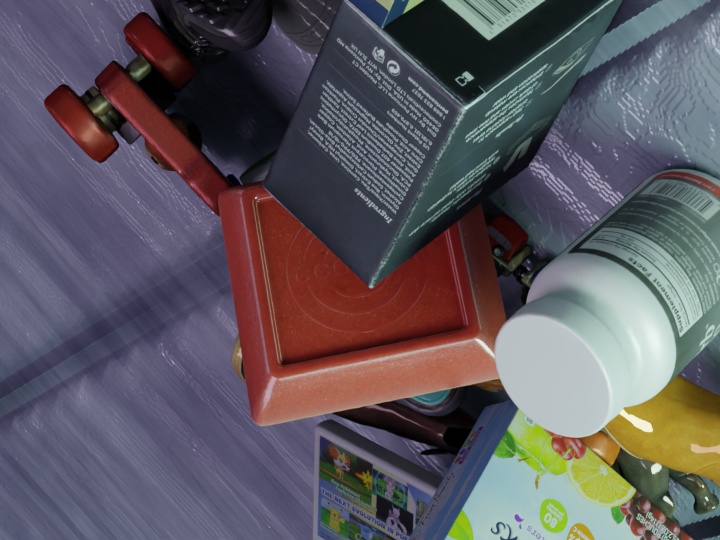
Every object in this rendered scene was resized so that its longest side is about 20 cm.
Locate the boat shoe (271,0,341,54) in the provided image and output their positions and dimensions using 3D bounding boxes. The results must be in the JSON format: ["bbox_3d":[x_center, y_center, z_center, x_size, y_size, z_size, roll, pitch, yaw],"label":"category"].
[{"bbox_3d":[-0.009,-0.235,1.518,0.074,0.065,0.202,42,143,9],"label":"boat shoe"}]

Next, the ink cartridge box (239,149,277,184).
[{"bbox_3d":[-0.002,-0.019,1.667,0.104,0.059,0.201,-22,102,49],"label":"ink cartridge box"}]

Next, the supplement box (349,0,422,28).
[{"bbox_3d":[0.054,-0.299,1.294,0.134,0.200,0.200,41,139,14],"label":"supplement box"}]

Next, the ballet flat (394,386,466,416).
[{"bbox_3d":[0.002,0.053,1.618,0.200,0.073,0.073,33,137,20],"label":"ballet flat"}]

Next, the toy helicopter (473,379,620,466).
[{"bbox_3d":[0.122,0.080,1.589,0.132,0.079,0.200,32,168,-25],"label":"toy helicopter"}]

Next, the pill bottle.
[{"bbox_3d":[0.185,0.022,1.406,0.116,0.200,0.116,25,134,29],"label":"pill bottle"}]

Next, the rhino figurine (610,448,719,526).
[{"bbox_3d":[0.184,0.162,1.623,0.199,0.060,0.088,-9,116,48],"label":"rhino figurine"}]

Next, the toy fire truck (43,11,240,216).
[{"bbox_3d":[-0.161,-0.110,1.677,0.168,0.112,0.200,48,178,-5],"label":"toy fire truck"}]

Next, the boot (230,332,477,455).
[{"bbox_3d":[0.004,0.094,1.666,0.166,0.200,0.073,23,91,33],"label":"boot"}]

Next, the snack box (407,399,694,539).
[{"bbox_3d":[0.140,0.220,1.505,0.200,0.169,0.068,41,151,-13],"label":"snack box"}]

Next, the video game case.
[{"bbox_3d":[0.037,0.236,1.637,0.199,0.022,0.183,25,124,39],"label":"video game case"}]

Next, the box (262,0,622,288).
[{"bbox_3d":[0.057,-0.126,1.423,0.117,0.196,0.200,42,140,13],"label":"box"}]

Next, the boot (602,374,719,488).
[{"bbox_3d":[0.271,0.115,1.448,0.201,0.071,0.144,32,160,-32],"label":"boot"}]

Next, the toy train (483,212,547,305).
[{"bbox_3d":[0.106,-0.022,1.583,0.200,0.034,0.046,40,129,14],"label":"toy train"}]

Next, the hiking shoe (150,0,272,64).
[{"bbox_3d":[-0.113,-0.206,1.612,0.200,0.076,0.101,44,166,51],"label":"hiking shoe"}]

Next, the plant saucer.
[{"bbox_3d":[0.000,0.000,1.522,0.037,0.198,0.201,75,-176,-64],"label":"plant saucer"}]
